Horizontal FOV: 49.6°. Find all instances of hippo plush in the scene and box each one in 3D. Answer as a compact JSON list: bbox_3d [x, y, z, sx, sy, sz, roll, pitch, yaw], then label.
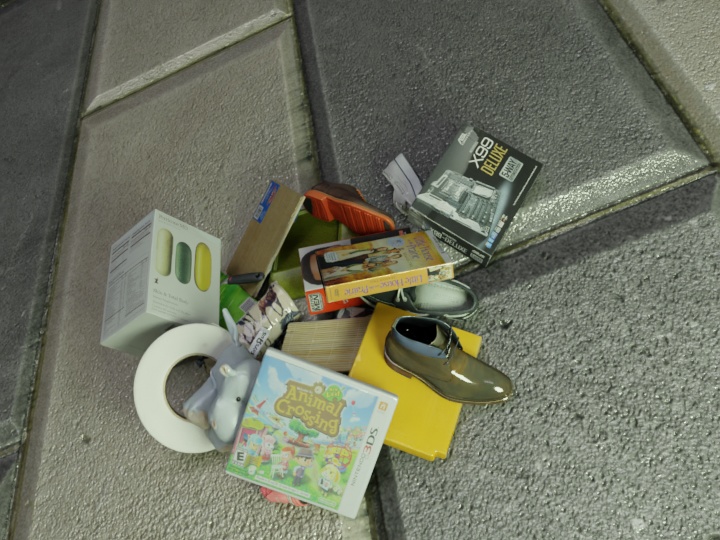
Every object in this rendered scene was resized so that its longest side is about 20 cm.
[{"bbox_3d":[-0.161,0.186,1.166,0.204,0.157,0.160,-67,21,-9],"label":"hippo plush"}]

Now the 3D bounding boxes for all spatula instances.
[{"bbox_3d":[-0.248,0.024,1.432,0.197,0.021,0.058,-11,48,39],"label":"spatula"}]

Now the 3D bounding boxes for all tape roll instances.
[{"bbox_3d":[-0.263,0.186,1.250,0.203,0.203,0.037,-45,5,-13],"label":"tape roll"}]

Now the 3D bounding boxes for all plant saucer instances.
[{"bbox_3d":[-0.088,-0.050,1.436,0.195,0.048,0.204,-14,48,18],"label":"plant saucer"}]

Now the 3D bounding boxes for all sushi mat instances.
[{"bbox_3d":[-0.042,0.119,1.246,0.195,0.012,0.097,-6,52,26],"label":"sushi mat"}]

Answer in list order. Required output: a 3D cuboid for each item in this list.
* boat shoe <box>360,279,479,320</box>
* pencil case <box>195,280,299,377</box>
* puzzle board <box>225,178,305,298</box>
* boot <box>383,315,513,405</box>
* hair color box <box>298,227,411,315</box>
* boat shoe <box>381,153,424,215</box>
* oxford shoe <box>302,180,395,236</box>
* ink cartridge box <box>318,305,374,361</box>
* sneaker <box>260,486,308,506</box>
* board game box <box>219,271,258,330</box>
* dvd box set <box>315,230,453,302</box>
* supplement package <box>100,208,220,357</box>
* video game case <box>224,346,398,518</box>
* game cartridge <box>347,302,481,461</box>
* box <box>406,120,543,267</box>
[{"bbox_3d":[0.088,0.032,1.212,0.194,0.060,0.078,5,82,6],"label":"boat shoe"},{"bbox_3d":[-0.188,0.112,1.336,0.089,0.078,0.200,37,76,25],"label":"pencil case"},{"bbox_3d":[-0.177,-0.063,1.451,0.150,0.017,0.203,31,95,57],"label":"puzzle board"},{"bbox_3d":[0.123,0.127,1.094,0.195,0.098,0.076,17,61,12],"label":"boot"},{"bbox_3d":[0.000,0.000,1.302,0.195,0.062,0.103,-12,47,-3],"label":"hair color box"},{"bbox_3d":[0.091,-0.130,1.399,0.065,0.074,0.202,-36,39,12],"label":"boat shoe"},{"bbox_3d":[-0.012,-0.118,1.378,0.197,0.072,0.073,23,56,30],"label":"oxford shoe"},{"bbox_3d":[0.035,0.116,1.241,0.196,0.039,0.101,7,57,31],"label":"ink cartridge box"},{"bbox_3d":[-0.109,0.254,1.181,0.085,0.074,0.204,-10,50,22],"label":"sneaker"},{"bbox_3d":[-0.263,0.062,1.454,0.096,0.030,0.199,-46,49,-13],"label":"board game box"},{"bbox_3d":[0.033,-0.009,1.207,0.194,0.030,0.147,-10,24,-5],"label":"dvd box set"},{"bbox_3d":[-0.350,0.035,1.385,0.149,0.150,0.204,-29,51,34],"label":"supplement package"},{"bbox_3d":[-0.068,0.226,1.078,0.195,0.022,0.186,20,96,-4],"label":"video game case"},{"bbox_3d":[0.071,0.162,1.151,0.172,0.033,0.203,17,63,12],"label":"game cartridge"},{"bbox_3d":[0.192,-0.131,1.303,0.156,0.050,0.202,31,69,9],"label":"box"}]
